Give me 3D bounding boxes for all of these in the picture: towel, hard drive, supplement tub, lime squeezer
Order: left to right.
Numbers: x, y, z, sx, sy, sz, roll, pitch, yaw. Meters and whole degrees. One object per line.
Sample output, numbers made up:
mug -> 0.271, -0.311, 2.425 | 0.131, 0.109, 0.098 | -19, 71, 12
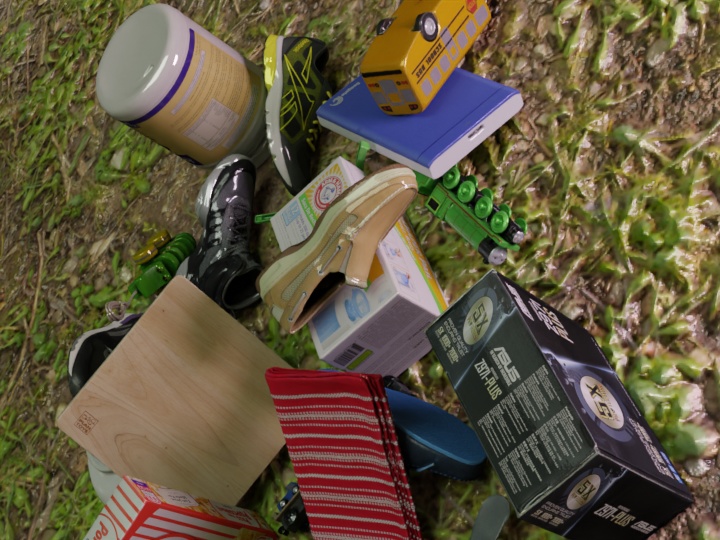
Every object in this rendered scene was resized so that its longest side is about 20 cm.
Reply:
supplement tub -> -0.199, -0.209, 1.544 | 0.145, 0.199, 0.147 | -20, 56, 33
lime squeezer -> -0.033, -0.082, 1.425 | 0.199, 0.070, 0.038 | -30, 69, 44
towel -> -0.016, 0.184, 1.217 | 0.144, 0.022, 0.202 | -1, 110, 42
hard drive -> 0.059, -0.173, 1.377 | 0.132, 0.025, 0.200 | -40, 40, -17

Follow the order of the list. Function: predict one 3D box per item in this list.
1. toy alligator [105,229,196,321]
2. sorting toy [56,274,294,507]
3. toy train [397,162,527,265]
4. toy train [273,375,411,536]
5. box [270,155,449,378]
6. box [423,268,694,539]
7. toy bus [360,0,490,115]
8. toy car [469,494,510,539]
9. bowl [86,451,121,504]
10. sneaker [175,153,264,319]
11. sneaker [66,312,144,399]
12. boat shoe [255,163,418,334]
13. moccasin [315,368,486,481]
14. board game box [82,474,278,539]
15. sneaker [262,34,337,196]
toy alligator -> -0.236, 0.000, 1.525 | 0.054, 0.060, 0.200 | -24, 17, 27
sorting toy -> -0.180, 0.141, 1.366 | 0.199, 0.200, 0.070 | -50, 9, -4
toy train -> 0.099, -0.072, 1.320 | 0.057, 0.042, 0.200 | -58, 43, 17
toy train -> -0.023, 0.186, 1.303 | 0.200, 0.034, 0.046 | -51, 41, 9
box -> 0.000, 0.000, 1.327 | 0.112, 0.101, 0.201 | -40, 48, 20
box -> 0.163, 0.119, 1.075 | 0.086, 0.163, 0.201 | -42, 46, 18
toy bus -> 0.078, -0.259, 1.374 | 0.065, 0.079, 0.201 | 1, 45, 43
toy car -> 0.071, 0.284, 1.099 | 0.200, 0.158, 0.164 | -44, 35, 1
bowl -> -0.246, 0.191, 1.465 | 0.200, 0.090, 0.203 | -20, 57, 34
sneaker -> -0.142, -0.032, 1.497 | 0.113, 0.075, 0.202 | 16, 86, 45
sneaker -> -0.254, 0.089, 1.443 | 0.087, 0.076, 0.200 | -10, 17, 18
boat shoe -> -0.011, -0.015, 1.234 | 0.200, 0.071, 0.076 | -44, 61, 24
moccasin -> 0.030, 0.157, 1.235 | 0.199, 0.080, 0.069 | 24, 113, 28
board game box -> -0.195, 0.295, 1.284 | 0.046, 0.199, 0.152 | 37, 96, 41
sneaker -> -0.067, -0.186, 1.503 | 0.084, 0.075, 0.202 | -7, 77, 4
